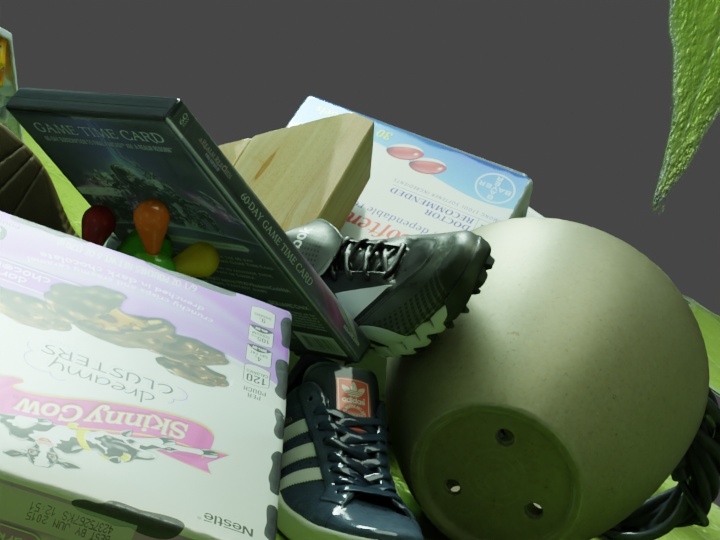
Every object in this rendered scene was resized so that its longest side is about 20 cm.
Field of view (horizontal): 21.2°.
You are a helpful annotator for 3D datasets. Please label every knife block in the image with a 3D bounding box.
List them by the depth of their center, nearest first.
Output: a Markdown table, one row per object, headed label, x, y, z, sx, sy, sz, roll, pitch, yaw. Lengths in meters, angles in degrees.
| label | x | y | z | sx | sy | sz | roll | pitch | yaw |
| --- | --- | --- | --- | --- | --- | --- | --- | --- | --- |
| knife block | -0.061 | 0.001 | 1.244 | 0.199 | 0.064 | 0.176 | -16 | 59 | -14 |

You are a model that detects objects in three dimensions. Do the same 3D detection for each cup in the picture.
| label | x | y | z | sx | sy | sz | roll | pitch | yaw |
| --- | --- | --- | --- | --- | --- | --- | --- | --- | --- |
| cup | 0.097 | 0.088 | 1.136 | 0.199 | 0.201 | 0.143 | 21 | 29 | 8 |

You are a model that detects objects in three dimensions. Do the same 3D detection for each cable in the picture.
| label | x | y | z | sx | sy | sz | roll | pitch | yaw |
| --- | --- | --- | --- | --- | --- | --- | --- | --- | --- |
| cable | 0.156 | 0.101 | 1.251 | 0.200 | 0.163 | 0.051 | 36 | 34 | -12 |

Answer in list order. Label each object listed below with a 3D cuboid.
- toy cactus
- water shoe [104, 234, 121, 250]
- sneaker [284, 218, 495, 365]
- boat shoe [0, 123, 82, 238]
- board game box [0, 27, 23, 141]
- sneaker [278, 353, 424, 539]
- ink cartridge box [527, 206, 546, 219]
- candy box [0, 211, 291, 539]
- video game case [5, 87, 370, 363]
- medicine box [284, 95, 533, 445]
| label | x | y | z | sx | sy | sz | roll | pitch | yaw |
| --- | --- | --- | --- | --- | --- | --- | --- | --- | --- |
| toy cactus | -0.167 | 0.031 | 1.003 | 0.164 | 0.103 | 0.201 | 4 | 47 | 13 |
| water shoe | -0.185 | -0.006 | 1.505 | 0.079 | 0.072 | 0.200 | -6 | 1 | 16 |
| sneaker | -0.005 | 0.007 | 1.118 | 0.090 | 0.067 | 0.200 | 38 | -30 | -19 |
| boat shoe | -0.220 | -0.019 | 1.247 | 0.065 | 0.073 | 0.200 | -1 | -51 | 56 |
| board game box | -0.329 | -0.101 | 1.291 | 0.199 | 0.026 | 0.200 | 1 | -27 | -6 |
| sneaker | -0.010 | 0.099 | 1.063 | 0.075 | 0.085 | 0.200 | 17 | 8 | -24 |
| ink cartridge box | 0.148 | 0.040 | 1.504 | 0.200 | 0.043 | 0.198 | 37 | -27 | 22 |
| candy box | -0.120 | 0.067 | 0.833 | 0.167 | 0.072 | 0.200 | 19 | 26 | -10 |
| video game case | -0.095 | -0.025 | 1.074 | 0.142 | 0.019 | 0.200 | 9 | -35 | 45 |
| medicine box | 0.000 | 0.000 | 1.360 | 0.181 | 0.103 | 0.200 | 21 | 50 | 11 |
